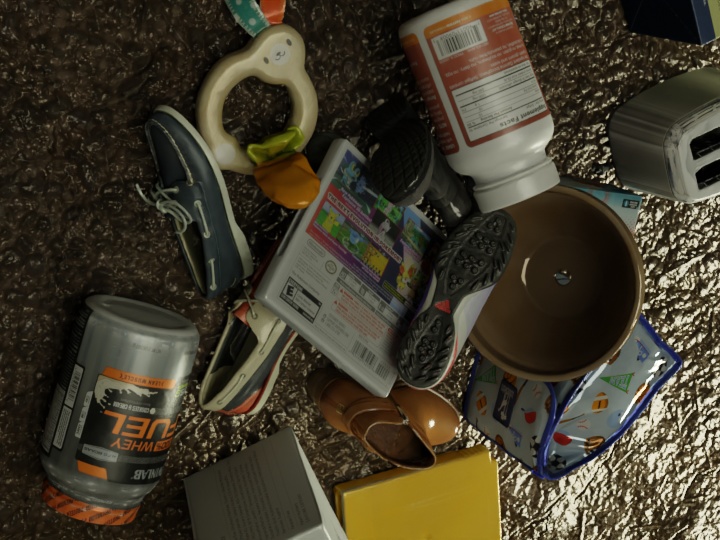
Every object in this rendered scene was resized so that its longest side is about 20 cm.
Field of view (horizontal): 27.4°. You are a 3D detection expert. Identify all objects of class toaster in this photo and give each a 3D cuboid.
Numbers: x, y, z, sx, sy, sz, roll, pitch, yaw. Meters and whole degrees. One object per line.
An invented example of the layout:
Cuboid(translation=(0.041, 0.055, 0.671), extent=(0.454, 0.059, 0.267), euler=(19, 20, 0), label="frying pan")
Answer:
Cuboid(translation=(0.367, -0.147, 1.637), extent=(0.199, 0.129, 0.114), euler=(-23, 113, -18), label="toaster")

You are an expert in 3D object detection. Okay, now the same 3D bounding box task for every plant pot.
Cuboid(translation=(0.201, 0.011, 1.531), extent=(0.093, 0.200, 0.202), euler=(-7, 114, -68), label="plant pot")

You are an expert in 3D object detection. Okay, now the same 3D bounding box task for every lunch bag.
Cuboid(translation=(0.217, 0.119, 1.616), extent=(0.200, 0.170, 0.124), euler=(-50, 121, -4), label="lunch bag")

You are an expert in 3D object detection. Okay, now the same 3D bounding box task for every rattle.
Cuboid(translation=(-0.085, -0.178, 1.405), extent=(0.129, 0.143, 0.201), euler=(13, 106, -10), label="rattle")

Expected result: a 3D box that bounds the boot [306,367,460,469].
Cuboid(translation=(0.048, 0.169, 1.556), extent=(0.199, 0.155, 0.074), euler=(16, 99, -28), label="boot")

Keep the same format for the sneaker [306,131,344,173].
Cuboid(translation=(-0.021, -0.040, 1.499), extent=(0.090, 0.066, 0.201), euler=(-42, 125, -44), label="sneaker")

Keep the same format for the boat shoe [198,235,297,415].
Cuboid(translation=(-0.105, 0.055, 1.492), extent=(0.062, 0.071, 0.201), euler=(11, 107, -43), label="boat shoe")

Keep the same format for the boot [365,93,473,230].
Cuboid(translation=(0.071, -0.089, 1.473), extent=(0.070, 0.200, 0.132), euler=(-32, 116, 17), label="boot")

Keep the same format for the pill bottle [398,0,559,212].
Cuboid(translation=(0.121, -0.165, 1.439), extent=(0.112, 0.112, 0.201), euler=(-24, 97, -18), label="pill bottle")

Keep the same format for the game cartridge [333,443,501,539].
Cuboid(translation=(0.068, 0.301, 1.679), extent=(0.199, 0.032, 0.177), euler=(-12, 110, -25), label="game cartridge")

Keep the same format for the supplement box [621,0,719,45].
Cuboid(translation=(0.379, -0.376, 1.574), extent=(0.199, 0.134, 0.201), euler=(-28, 115, -16), label="supplement box")

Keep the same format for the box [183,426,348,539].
Cuboid(translation=(-0.074, 0.305, 1.497), extent=(0.130, 0.200, 0.200), euler=(-25, 116, -2), label="box")

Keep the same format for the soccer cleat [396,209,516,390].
Cuboid(translation=(0.096, 0.028, 1.494), extent=(0.068, 0.073, 0.201), euler=(26, 85, 7), label="soccer cleat")

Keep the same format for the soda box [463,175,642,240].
Cuboid(translation=(0.207, -0.068, 1.619), extent=(0.199, 0.064, 0.069), euler=(6, 103, -28), label="soda box")

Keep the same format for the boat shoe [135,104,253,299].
Cuboid(translation=(-0.168, -0.063, 1.433), extent=(0.062, 0.075, 0.201), euler=(-36, 127, -25), label="boat shoe")

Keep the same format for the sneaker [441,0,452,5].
Cuboid(translation=(0.144, -0.200, 1.541), extent=(0.079, 0.078, 0.200), euler=(-42, 117, -3), label="sneaker")

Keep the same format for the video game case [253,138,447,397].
Cuboid(translation=(0.000, 0.000, 1.468), extent=(0.200, 0.023, 0.183), euler=(41, 67, -37), label="video game case")

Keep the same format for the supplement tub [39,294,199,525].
Cuboid(translation=(-0.237, 0.134, 1.425), extent=(0.122, 0.122, 0.201), euler=(12, 100, -28), label="supplement tub")
